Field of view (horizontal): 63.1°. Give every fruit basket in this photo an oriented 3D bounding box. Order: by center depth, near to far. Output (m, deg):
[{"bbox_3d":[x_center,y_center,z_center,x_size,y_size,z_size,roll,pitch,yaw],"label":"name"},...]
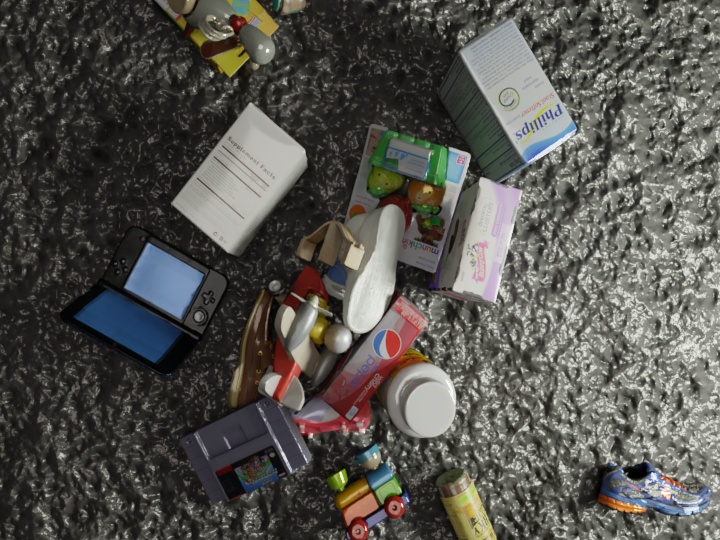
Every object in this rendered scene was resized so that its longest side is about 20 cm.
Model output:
[{"bbox_3d":[0.069,-0.122,0.977,0.181,0.094,0.206,20,95,15],"label":"fruit basket"}]

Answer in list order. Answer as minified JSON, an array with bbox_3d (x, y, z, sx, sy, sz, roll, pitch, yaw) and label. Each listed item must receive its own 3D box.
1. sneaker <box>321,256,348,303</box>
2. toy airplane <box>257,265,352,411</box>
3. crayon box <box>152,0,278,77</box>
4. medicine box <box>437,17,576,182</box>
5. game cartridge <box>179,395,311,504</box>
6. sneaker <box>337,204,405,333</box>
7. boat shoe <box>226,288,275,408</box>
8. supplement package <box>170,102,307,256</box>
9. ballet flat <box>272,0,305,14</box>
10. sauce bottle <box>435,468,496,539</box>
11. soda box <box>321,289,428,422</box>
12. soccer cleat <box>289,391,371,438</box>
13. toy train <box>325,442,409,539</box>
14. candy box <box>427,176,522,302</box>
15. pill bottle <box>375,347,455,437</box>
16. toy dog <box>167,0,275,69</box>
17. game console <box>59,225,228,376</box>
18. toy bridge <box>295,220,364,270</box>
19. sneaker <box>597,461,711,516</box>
[{"bbox_3d":[0.028,0.041,0.988,0.196,0.076,0.079,26,87,-1],"label":"sneaker"},{"bbox_3d":[-0.082,0.114,0.897,0.136,0.200,0.206,1,107,9],"label":"toy airplane"},{"bbox_3d":[-0.247,-0.436,0.998,0.127,0.051,0.200,-44,91,-3],"label":"crayon box"},{"bbox_3d":[0.229,-0.264,0.957,0.101,0.182,0.203,-32,90,-3],"label":"medicine box"},{"bbox_3d":[-0.188,0.292,0.955,0.196,0.038,0.132,-27,89,16],"label":"game cartridge"},{"bbox_3d":[0.000,0.000,0.925,0.073,0.114,0.205,28,72,-30],"label":"sneaker"},{"bbox_3d":[-0.170,0.134,0.979,0.066,0.072,0.206,14,94,-8],"label":"boat shoe"},{"bbox_3d":[-0.190,-0.142,0.957,0.119,0.121,0.202,38,86,-1],"label":"supplement package"},{"bbox_3d":[-0.132,-0.543,1.010,0.065,0.068,0.207,-10,94,-23],"label":"ballet flat"},{"bbox_3d":[0.193,0.441,0.994,0.063,0.065,0.205,-25,91,-4],"label":"sauce bottle"},{"bbox_3d":[0.021,0.132,0.917,0.063,0.070,0.201,38,94,-5],"label":"soda box"},{"bbox_3d":[-0.078,0.238,0.991,0.193,0.068,0.078,-3,51,5],"label":"soccer cleat"},{"bbox_3d":[-0.025,0.388,0.976,0.197,0.085,0.118,-31,80,-4],"label":"toy train"},{"bbox_3d":[0.177,-0.041,0.938,0.069,0.200,0.173,15,88,-3],"label":"candy box"},{"bbox_3d":[0.084,0.191,0.921,0.106,0.200,0.113,0,93,-8],"label":"pill bottle"},{"bbox_3d":[-0.226,-0.375,0.922,0.129,0.097,0.202,-8,54,-39],"label":"toy dog"},{"bbox_3d":[-0.339,0.043,0.944,0.196,0.118,0.174,28,87,-3],"label":"game console"},{"bbox_3d":[-0.045,-0.043,0.930,0.027,0.198,0.069,23,83,-28],"label":"toy bridge"},{"bbox_3d":[0.510,0.374,1.012,0.193,0.075,0.081,3,85,-5],"label":"sneaker"}]
